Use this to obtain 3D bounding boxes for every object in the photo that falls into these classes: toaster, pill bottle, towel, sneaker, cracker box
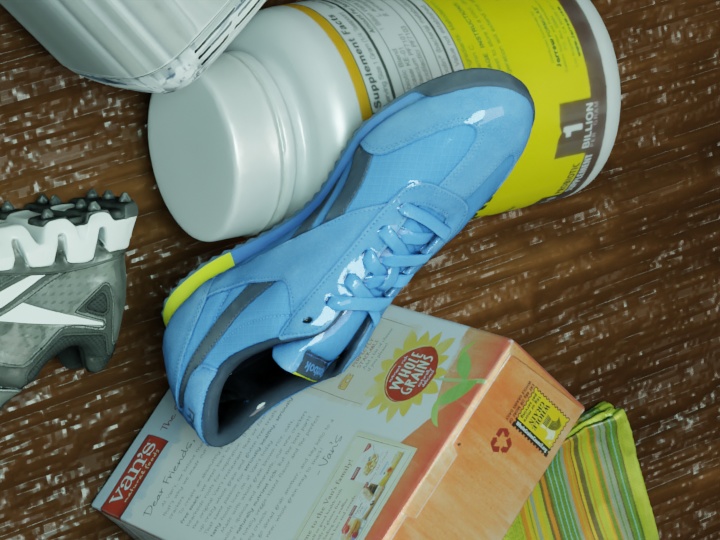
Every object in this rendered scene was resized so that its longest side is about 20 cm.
[{"bbox_3d":[-0.094,-0.163,1.163,0.129,0.113,0.200,48,68,-33],"label":"toaster"},{"bbox_3d":[0.010,-0.069,1.253,0.199,0.109,0.110,-13,106,-32],"label":"pill bottle"},{"bbox_3d":[0.064,0.148,1.385,0.199,0.018,0.087,-31,114,-26],"label":"towel"},{"bbox_3d":[-0.177,0.022,1.167,0.199,0.066,0.091,-9,101,-35],"label":"sneaker"},{"bbox_3d":[0.000,0.000,1.165,0.200,0.079,0.066,-39,131,20],"label":"sneaker"},{"bbox_3d":[-0.014,0.080,1.208,0.058,0.199,0.134,42,75,-33],"label":"cracker box"}]
